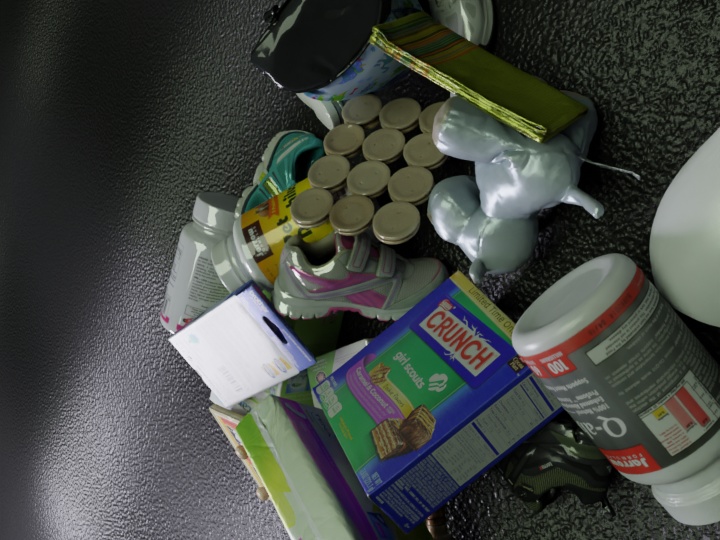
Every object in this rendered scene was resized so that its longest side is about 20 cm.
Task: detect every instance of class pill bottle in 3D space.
[{"bbox_3d":[-0.076,-0.043,0.887,0.200,0.109,0.109,-28,67,11],"label":"pill bottle"},{"bbox_3d":[0.225,0.095,0.586,0.200,0.116,0.116,49,127,-3],"label":"pill bottle"},{"bbox_3d":[-0.214,-0.004,1.071,0.113,0.113,0.200,33,112,40],"label":"pill bottle"}]

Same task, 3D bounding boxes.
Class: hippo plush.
[{"bbox_3d":[0.153,-0.081,0.716,0.200,0.159,0.161,37,139,22],"label":"hippo plush"}]

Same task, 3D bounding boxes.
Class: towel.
[{"bbox_3d":[0.108,-0.185,0.680,0.200,0.086,0.018,37,140,22],"label":"towel"}]

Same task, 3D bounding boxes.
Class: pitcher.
[{"bbox_3d":[0.320,-0.055,0.547,0.121,0.171,0.200,-79,1,-61],"label":"pitcher"}]

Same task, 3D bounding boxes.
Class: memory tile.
[{"bbox_3d":[0.019,-0.117,0.813,0.153,0.017,0.200,11,59,24],"label":"memory tile"}]

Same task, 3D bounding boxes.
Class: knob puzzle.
[{"bbox_3d":[-0.108,0.267,0.943,0.220,0.030,0.220,33,146,26],"label":"knob puzzle"}]

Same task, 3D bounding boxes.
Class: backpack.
[{"bbox_3d":[-0.003,-0.262,0.806,0.163,0.200,0.154,-40,104,25],"label":"backpack"}]

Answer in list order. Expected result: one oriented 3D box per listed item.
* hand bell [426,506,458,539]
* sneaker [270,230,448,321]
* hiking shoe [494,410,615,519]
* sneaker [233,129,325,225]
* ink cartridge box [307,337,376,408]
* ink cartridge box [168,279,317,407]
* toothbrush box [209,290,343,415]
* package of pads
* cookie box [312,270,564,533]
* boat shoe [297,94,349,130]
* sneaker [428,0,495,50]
[{"bbox_3d":[0.079,0.259,0.785,0.104,0.104,0.200,-16,77,43],"label":"hand bell"},{"bbox_3d":[0.000,0.000,0.810,0.081,0.200,0.088,-103,12,-56],"label":"sneaker"},{"bbox_3d":[0.154,0.187,0.729,0.200,0.076,0.101,-2,90,48],"label":"hiking shoe"},{"bbox_3d":[-0.106,-0.095,0.973,0.080,0.077,0.200,13,80,33],"label":"sneaker"},{"bbox_3d":[0.012,0.190,0.875,0.117,0.067,0.200,-25,71,42],"label":"ink cartridge box"},{"bbox_3d":[-0.139,0.088,0.887,0.119,0.042,0.200,51,136,-8],"label":"ink cartridge box"},{"bbox_3d":[-0.114,0.108,0.991,0.146,0.086,0.200,25,108,42],"label":"toothbrush box"},{"bbox_3d":[-0.020,0.223,0.741,0.068,0.154,0.200,-48,50,11],"label":"package of pads"},{"bbox_3d":[0.072,0.118,0.715,0.200,0.075,0.171,-39,34,0],"label":"cookie box"},{"bbox_3d":[-0.057,-0.258,0.973,0.062,0.073,0.200,-30,51,-7],"label":"boat shoe"},{"bbox_3d":[0.073,-0.321,0.791,0.076,0.115,0.201,-20,76,43],"label":"sneaker"}]
